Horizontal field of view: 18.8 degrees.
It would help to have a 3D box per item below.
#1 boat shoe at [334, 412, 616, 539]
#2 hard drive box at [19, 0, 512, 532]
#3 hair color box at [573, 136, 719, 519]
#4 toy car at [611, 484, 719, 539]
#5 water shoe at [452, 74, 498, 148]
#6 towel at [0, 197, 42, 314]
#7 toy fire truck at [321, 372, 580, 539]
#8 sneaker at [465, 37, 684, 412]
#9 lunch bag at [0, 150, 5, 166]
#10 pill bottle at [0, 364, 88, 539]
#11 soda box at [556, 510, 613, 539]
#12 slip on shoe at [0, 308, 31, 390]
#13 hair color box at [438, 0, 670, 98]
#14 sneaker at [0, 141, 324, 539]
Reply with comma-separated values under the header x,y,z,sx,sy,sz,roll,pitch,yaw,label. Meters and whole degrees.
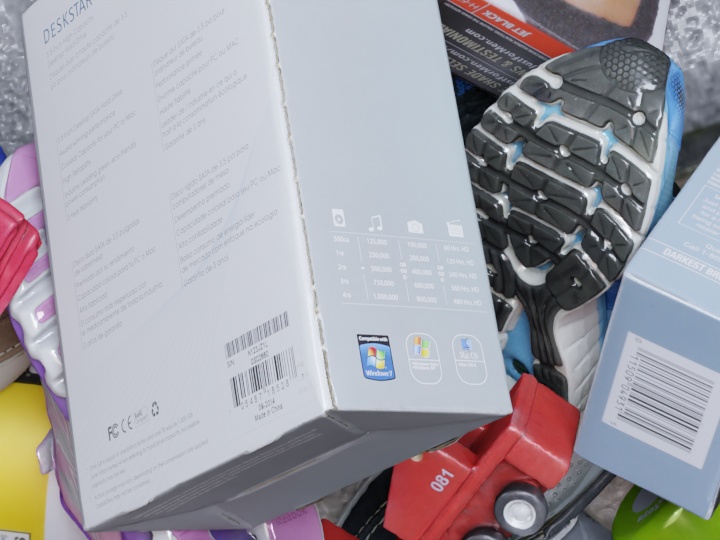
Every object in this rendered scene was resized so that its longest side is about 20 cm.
x,y,z,sx,sy,sz,roll,pitch,yaw,label
0.055,0.095,0.952,0.076,0.060,0.200,42,96,-4,boat shoe
-0.040,-0.025,0.747,0.077,0.156,0.201,3,70,-37,hard drive box
0.158,-0.010,0.840,0.061,0.200,0.099,26,137,16,hair color box
0.231,0.093,0.861,0.164,0.200,0.158,41,58,-10,toy car
0.031,-0.100,0.892,0.071,0.200,0.079,-33,55,32,water shoe
-0.225,-0.016,0.804,0.200,0.022,0.145,37,106,12,towel
0.005,0.062,0.845,0.141,0.049,0.200,33,117,-3,toy fire truck
0.089,-0.024,0.847,0.078,0.200,0.090,38,58,18,sneaker
-0.265,-0.081,0.893,0.200,0.124,0.170,-21,99,3,lunch bag
-0.162,0.074,0.927,0.199,0.112,0.113,6,98,0,pill bottle
0.156,0.193,0.960,0.200,0.068,0.064,37,97,-4,soda box
-0.136,-0.008,0.888,0.200,0.076,0.061,-29,139,-31,slip on shoe
0.076,-0.168,0.853,0.101,0.061,0.200,24,66,-30,hair color box
-0.094,0.049,0.835,0.080,0.088,0.201,-25,88,-35,sneaker
